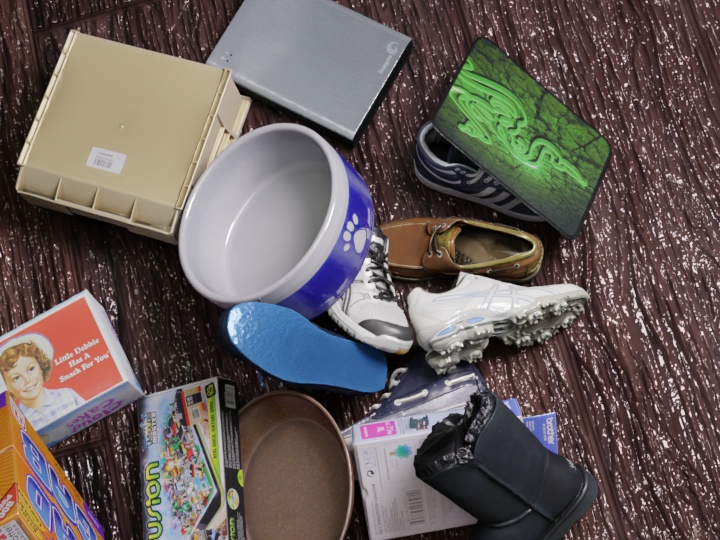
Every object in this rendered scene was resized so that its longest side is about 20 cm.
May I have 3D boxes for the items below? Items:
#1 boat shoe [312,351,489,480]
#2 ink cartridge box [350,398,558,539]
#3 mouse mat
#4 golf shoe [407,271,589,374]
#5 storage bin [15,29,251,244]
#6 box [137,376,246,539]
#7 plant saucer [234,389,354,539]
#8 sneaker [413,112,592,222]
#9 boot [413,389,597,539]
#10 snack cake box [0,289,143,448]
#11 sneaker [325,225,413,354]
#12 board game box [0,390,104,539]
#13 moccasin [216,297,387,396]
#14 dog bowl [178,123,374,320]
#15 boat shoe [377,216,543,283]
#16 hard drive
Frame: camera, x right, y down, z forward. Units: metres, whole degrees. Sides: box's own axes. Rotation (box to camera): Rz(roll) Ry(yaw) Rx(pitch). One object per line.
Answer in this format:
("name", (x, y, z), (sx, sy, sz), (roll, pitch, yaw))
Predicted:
("boat shoe", (0.040, 0.146, 1.353), (0.198, 0.075, 0.093), (-16, 55, 1))
("ink cartridge box", (0.096, 0.195, 1.299), (0.198, 0.042, 0.120), (-9, 116, 1))
("mouse mat", (0.174, -0.141, 1.380), (0.199, 0.008, 0.162), (37, 51, -10))
("golf shoe", (0.140, 0.031, 1.346), (0.198, 0.079, 0.098), (-12, 55, -27))
("storage bin", (-0.252, -0.142, 1.457), (0.198, 0.094, 0.200), (15, 75, 10))
("box", (-0.172, 0.219, 1.341), (0.109, 0.035, 0.202), (-17, 69, 28))
("plant saucer", (-0.074, 0.222, 1.312), (0.199, 0.036, 0.203), (-12, 72, 39))
("sneaker", (0.149, -0.110, 1.393), (0.198, 0.109, 0.071), (13, 74, 10))
("boot", (0.107, 0.224, 1.249), (0.168, 0.077, 0.200), (36, 101, -24))
("snack cake box", (-0.346, 0.124, 1.396), (0.199, 0.067, 0.116), (-28, 70, -3))
("sneaker", (0.000, 0.000, 1.352), (0.088, 0.075, 0.200), (-55, 50, 19))
("board game box", (-0.365, 0.281, 1.237), (0.199, 0.201, 0.200), (-28, 32, -3))
("moccasin", (-0.065, 0.089, 1.301), (0.068, 0.199, 0.081), (-11, 58, 50))
("dog bowl", (-0.087, -0.044, 1.350), (0.198, 0.079, 0.202), (-17, 58, 28))
("boat shoe", (0.094, -0.029, 1.394), (0.198, 0.068, 0.073), (0, 75, 9))
("hard drive", (-0.058, -0.242, 1.498), (0.199, 0.033, 0.140), (27, 77, 13))
